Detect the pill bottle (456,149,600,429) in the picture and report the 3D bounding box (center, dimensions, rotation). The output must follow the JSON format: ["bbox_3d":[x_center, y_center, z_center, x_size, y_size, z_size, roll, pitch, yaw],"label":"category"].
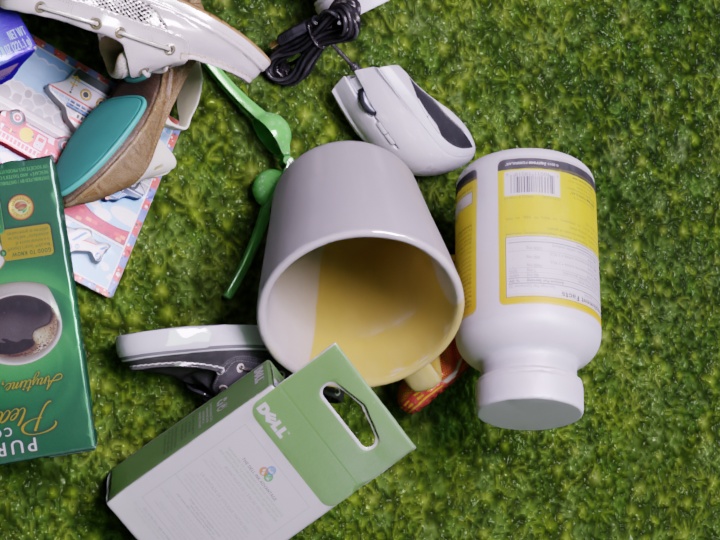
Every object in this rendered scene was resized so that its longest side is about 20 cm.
[{"bbox_3d":[0.130,0.016,1.137,0.111,0.112,0.201,17,63,-30],"label":"pill bottle"}]

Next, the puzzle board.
[{"bbox_3d":[-0.236,-0.090,1.053,0.199,0.017,0.152,30,69,-27],"label":"puzzle board"}]

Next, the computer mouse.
[{"bbox_3d":[0.017,-0.132,1.177,0.200,0.109,0.044,38,47,-29],"label":"computer mouse"}]

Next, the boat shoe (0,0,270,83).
[{"bbox_3d":[-0.157,-0.165,1.008,0.199,0.071,0.070,22,92,-30],"label":"boat shoe"}]

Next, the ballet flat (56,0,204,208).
[{"bbox_3d":[-0.157,-0.116,1.072,0.072,0.067,0.201,45,56,-42],"label":"ballet flat"}]

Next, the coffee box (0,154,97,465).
[{"bbox_3d":[-0.251,0.031,0.984,0.122,0.044,0.202,-10,91,-9],"label":"coffee box"}]

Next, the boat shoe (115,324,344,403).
[{"bbox_3d":[-0.091,0.077,1.101,0.199,0.070,0.067,4,80,-40],"label":"boat shoe"}]

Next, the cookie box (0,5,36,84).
[{"bbox_3d":[-0.338,-0.193,0.956,0.171,0.075,0.201,-31,95,-32],"label":"cookie box"}]

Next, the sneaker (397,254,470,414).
[{"bbox_3d":[0.075,0.036,1.221,0.077,0.073,0.201,36,58,-6],"label":"sneaker"}]

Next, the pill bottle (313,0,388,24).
[{"bbox_3d":[-0.034,-0.300,1.155,0.112,0.112,0.201,-31,101,-32],"label":"pill bottle"}]

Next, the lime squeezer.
[{"bbox_3d":[-0.084,-0.081,1.139,0.070,0.038,0.202,-6,88,-33],"label":"lime squeezer"}]

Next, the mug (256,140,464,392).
[{"bbox_3d":[-0.008,-0.004,1.101,0.148,0.187,0.154,-1,41,-7],"label":"mug"}]

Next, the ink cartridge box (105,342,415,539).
[{"bbox_3d":[-0.072,0.137,1.047,0.199,0.059,0.104,-36,106,4],"label":"ink cartridge box"}]
